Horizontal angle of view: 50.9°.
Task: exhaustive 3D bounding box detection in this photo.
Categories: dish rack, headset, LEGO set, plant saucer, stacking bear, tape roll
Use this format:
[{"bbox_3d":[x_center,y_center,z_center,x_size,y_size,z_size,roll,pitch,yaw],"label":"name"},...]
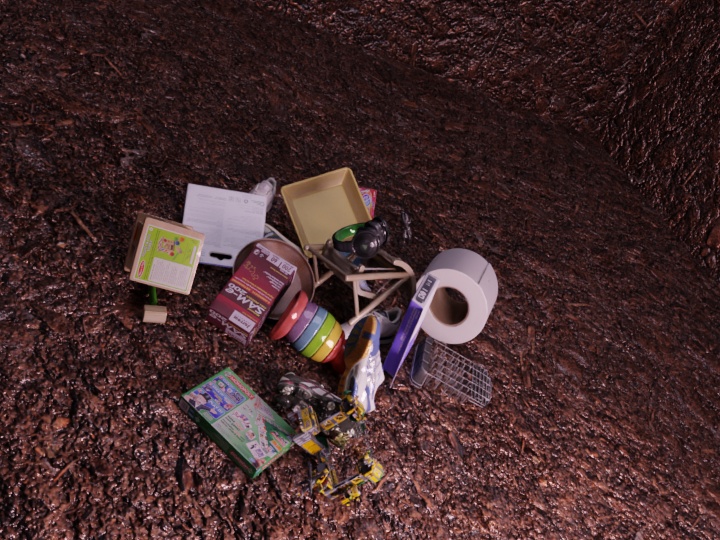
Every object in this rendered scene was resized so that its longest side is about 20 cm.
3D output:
[{"bbox_3d":[0.217,0.247,1.788,0.197,0.055,0.154,29,33,-5],"label":"dish rack"},{"bbox_3d":[0.025,-0.089,1.723,0.196,0.096,0.123,3,26,28],"label":"headset"},{"bbox_3d":[-0.052,0.309,1.371,0.116,0.151,0.203,50,22,-46],"label":"LEGO set"},{"bbox_3d":[-0.084,-0.141,1.923,0.196,0.049,0.204,-18,74,-17],"label":"plant saucer"},{"bbox_3d":[-0.080,0.149,1.631,0.199,0.114,0.123,38,73,-9],"label":"stacking bear"},{"bbox_3d":[-0.200,0.025,1.726,0.196,0.037,0.205,12,58,-20],"label":"plant saucer"},{"bbox_3d":[0.241,0.063,1.925,0.200,0.205,0.139,32,30,6],"label":"tape roll"}]

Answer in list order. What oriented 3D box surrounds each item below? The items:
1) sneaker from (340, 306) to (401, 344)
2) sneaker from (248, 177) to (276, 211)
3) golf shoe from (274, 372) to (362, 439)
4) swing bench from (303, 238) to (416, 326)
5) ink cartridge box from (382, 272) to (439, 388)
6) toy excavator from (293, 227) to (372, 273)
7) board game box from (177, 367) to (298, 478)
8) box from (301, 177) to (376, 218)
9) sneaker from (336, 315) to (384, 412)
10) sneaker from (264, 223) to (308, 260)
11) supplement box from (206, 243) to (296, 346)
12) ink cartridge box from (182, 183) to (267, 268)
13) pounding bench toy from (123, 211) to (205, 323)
[{"bbox_3d":[0.014,0.129,1.763,0.197,0.081,0.077,-11,50,-45],"label":"sneaker"},{"bbox_3d":[-0.276,-0.181,1.949,0.074,0.101,0.201,31,33,1],"label":"sneaker"},{"bbox_3d":[-0.074,0.261,1.510,0.197,0.078,0.088,28,22,-4],"label":"golf shoe"},{"bbox_3d":[0.000,0.000,1.788,0.197,0.132,0.198,-22,35,-27],"label":"swing bench"},{"bbox_3d":[0.110,0.134,1.721,0.043,0.201,0.200,24,29,7],"label":"ink cartridge box"},{"bbox_3d":[-0.066,-0.074,1.986,0.195,0.101,0.196,5,36,-20],"label":"toy excavator"},{"bbox_3d":[-0.224,0.278,1.404,0.199,0.029,0.134,40,32,16],"label":"board game box"},{"bbox_3d":[-0.065,-0.190,2.053,0.197,0.098,0.099,14,9,34],"label":"box"},{"bbox_3d":[0.012,0.198,1.587,0.087,0.205,0.075,18,-4,-38],"label":"sneaker"},{"bbox_3d":[-0.221,-0.053,1.840,0.197,0.068,0.090,31,26,-4],"label":"sneaker"},{"bbox_3d":[-0.232,0.049,1.628,0.107,0.061,0.202,30,54,3],"label":"supplement box"},{"bbox_3d":[-0.324,-0.095,1.783,0.192,0.043,0.205,9,67,-14],"label":"ink cartridge box"},{"bbox_3d":[-0.420,-0.003,1.568,0.122,0.205,0.155,15,2,-25],"label":"pounding bench toy"}]
